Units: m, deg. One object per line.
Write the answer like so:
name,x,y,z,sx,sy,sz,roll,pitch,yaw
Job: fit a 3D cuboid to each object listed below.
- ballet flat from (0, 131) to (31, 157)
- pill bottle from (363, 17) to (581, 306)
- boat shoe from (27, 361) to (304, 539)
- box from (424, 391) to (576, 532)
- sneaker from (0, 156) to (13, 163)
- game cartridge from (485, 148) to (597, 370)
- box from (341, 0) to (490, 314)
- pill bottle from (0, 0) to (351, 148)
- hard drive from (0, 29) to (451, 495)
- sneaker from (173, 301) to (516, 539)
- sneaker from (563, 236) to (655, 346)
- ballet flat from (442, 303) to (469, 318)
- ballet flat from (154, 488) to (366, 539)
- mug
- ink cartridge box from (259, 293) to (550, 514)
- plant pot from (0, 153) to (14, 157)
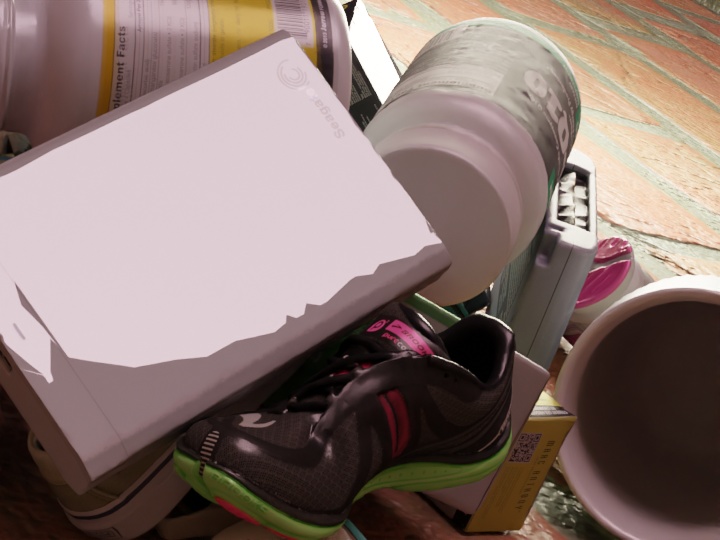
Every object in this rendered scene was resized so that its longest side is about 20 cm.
ballet flat,-0.176,-0.121,1.223,0.072,0.072,0.200,26,24,5
pill bottle,0.059,-0.063,1.190,0.113,0.113,0.200,26,29,2
boat shoe,-0.067,0.026,0.901,0.072,0.200,0.062,16,-29,37
box,0.024,0.057,1.131,0.050,0.076,0.200,7,26,-46
sneaker,-0.142,-0.026,1.144,0.199,0.079,0.090,20,14,-20
game cartridge,0.107,0.011,1.278,0.041,0.134,0.200,17,21,0
box,0.025,-0.075,1.390,0.201,0.049,0.161,61,9,-14
pill bottle,-0.112,-0.103,1.090,0.199,0.113,0.112,4,23,-16
hard drive,-0.072,-0.010,0.867,0.200,0.026,0.132,-30,80,-33
sneaker,-0.004,0.055,0.863,0.077,0.084,0.200,26,23,30
sneaker,0.158,0.021,1.434,0.088,0.081,0.200,49,0,-17
ballet flat,0.000,0.000,1.252,0.067,0.070,0.200,18,-30,53
ballet flat,-0.052,0.116,0.902,0.062,0.068,0.200,-17,33,-24
mug,0.208,0.098,1.189,0.200,0.147,0.175,58,14,4
ink cartridge box,-0.029,0.028,1.031,0.200,0.084,0.146,29,-1,39
plant pot,-0.272,-0.175,1.240,0.199,0.174,0.200,22,18,-8
